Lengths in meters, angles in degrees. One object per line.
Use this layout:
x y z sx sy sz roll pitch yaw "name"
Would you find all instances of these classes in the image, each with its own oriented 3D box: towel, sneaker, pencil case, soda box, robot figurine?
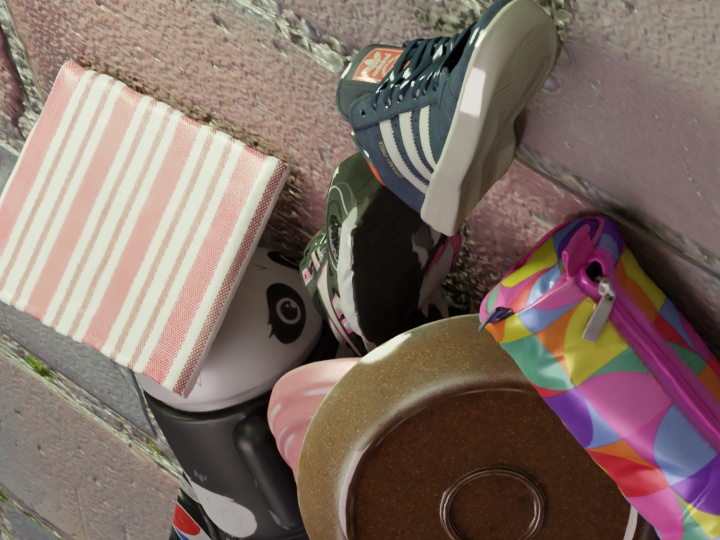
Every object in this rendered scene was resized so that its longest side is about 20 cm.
-0.133 -0.026 1.718 0.200 0.146 0.030 26 -176 39 "towel"
0.032 -0.083 1.385 0.085 0.075 0.200 38 158 7 "sneaker"
0.141 0.065 1.444 0.200 0.088 0.088 49 158 -14 "pencil case"
-0.083 0.163 2.039 0.063 0.071 0.200 42 158 11 "soda box"
-0.055 0.078 1.764 0.150 0.125 0.200 17 141 46 "robot figurine"
0.000 0.000 1.589 0.086 0.080 0.200 36 156 27 "sneaker"

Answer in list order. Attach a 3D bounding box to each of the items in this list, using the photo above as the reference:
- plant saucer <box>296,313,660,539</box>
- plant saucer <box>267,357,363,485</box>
0.068 0.115 1.536 0.200 0.200 0.034 56 -166 -25 "plant saucer"
0.043 0.110 1.627 0.200 0.051 0.201 13 157 6 "plant saucer"
